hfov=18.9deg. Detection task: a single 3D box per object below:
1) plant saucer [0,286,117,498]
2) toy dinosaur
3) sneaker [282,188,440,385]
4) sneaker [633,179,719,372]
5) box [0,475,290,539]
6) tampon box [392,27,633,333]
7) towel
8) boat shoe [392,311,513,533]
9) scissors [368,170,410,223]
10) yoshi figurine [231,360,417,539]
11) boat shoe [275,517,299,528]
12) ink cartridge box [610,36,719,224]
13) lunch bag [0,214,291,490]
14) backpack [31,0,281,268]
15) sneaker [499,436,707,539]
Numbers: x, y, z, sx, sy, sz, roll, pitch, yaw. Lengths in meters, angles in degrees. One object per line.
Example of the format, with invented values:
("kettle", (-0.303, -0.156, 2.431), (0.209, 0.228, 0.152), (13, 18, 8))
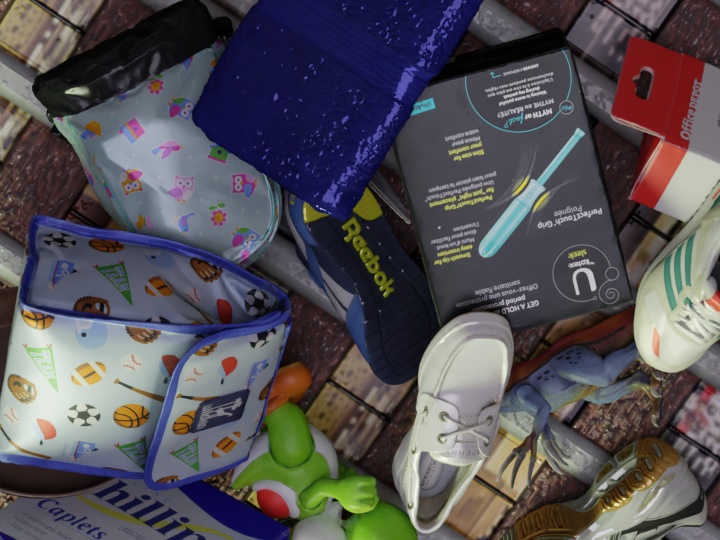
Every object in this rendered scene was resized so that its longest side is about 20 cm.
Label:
("plant saucer", (-0.252, 0.100, 1.686), (0.199, 0.201, 0.035), (16, 140, -1))
("toy dinosaur", (0.151, 0.093, 1.727), (0.181, 0.105, 0.201), (4, 69, 10))
("sneaker", (0.000, 0.000, 1.700), (0.074, 0.082, 0.200), (-34, 119, -17))
("sneaker", (0.254, 0.014, 1.584), (0.070, 0.094, 0.200), (26, 127, -5))
("box", (-0.186, 0.241, 1.649), (0.183, 0.200, 0.105), (25, 125, 26))
("tampon box", (0.111, -0.065, 1.648), (0.149, 0.126, 0.201), (-14, 102, 6))
("towel", (-0.017, -0.154, 1.561), (0.147, 0.050, 0.200), (34, 100, 13))
("boat shoe", (0.075, 0.119, 1.627), (0.071, 0.069, 0.200), (4, 131, -12))
("scissors", (-0.027, -0.106, 1.649), (0.073, 0.014, 0.201), (-21, 65, -4))
("yoshi figurine", (-0.019, 0.170, 1.697), (0.112, 0.112, 0.201), (-29, 79, 38))
("boat shoe", (0.005, 0.271, 1.757), (0.200, 0.062, 0.073), (38, 102, -5))
("ink cartridge box", (0.277, -0.088, 1.637), (0.199, 0.116, 0.067), (23, 132, -2))
("lunch bag", (-0.161, 0.069, 1.599), (0.199, 0.124, 0.170), (10, 131, -10))
("backpack", (-0.144, -0.087, 1.654), (0.166, 0.127, 0.201), (-26, 104, 4))
("sneaker", (0.190, 0.222, 1.735), (0.200, 0.076, 0.088), (-35, 118, 18))
